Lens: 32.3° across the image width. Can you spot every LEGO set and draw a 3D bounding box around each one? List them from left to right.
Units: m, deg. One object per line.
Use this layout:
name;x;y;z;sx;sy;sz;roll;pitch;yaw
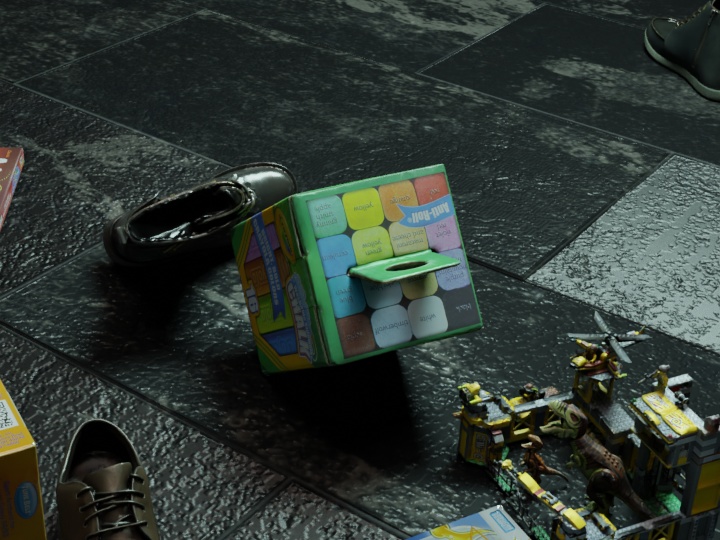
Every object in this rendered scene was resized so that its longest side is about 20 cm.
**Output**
LEGO set;0.156;0.105;0.833;0.153;0.116;0.200;-6;33;-14

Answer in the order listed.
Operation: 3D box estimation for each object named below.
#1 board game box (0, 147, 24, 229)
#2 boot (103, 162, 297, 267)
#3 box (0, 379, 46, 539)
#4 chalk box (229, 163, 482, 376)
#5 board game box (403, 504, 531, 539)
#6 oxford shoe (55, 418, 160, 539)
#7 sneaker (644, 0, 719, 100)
board game box;-0.382;-0.063;1.160;0.103;0.019;0.200;0;32;-5
boot;-0.120;-0.048;1.034;0.200;0.069;0.174;-23;4;-21
box;-0.251;0.106;0.800;0.041;0.119;0.200;-14;36;-25
chalk box;0.000;0.000;0.901;0.125;0.124;0.200;-13;-2;-24
board game box;0.079;0.227;0.710;0.135;0.035;0.200;-15;36;-26
oxford shoe;-0.153;0.164;0.748;0.073;0.085;0.200;-8;35;-20
sneaker;0.416;-0.294;1.512;0.075;0.106;0.200;-7;33;-16
